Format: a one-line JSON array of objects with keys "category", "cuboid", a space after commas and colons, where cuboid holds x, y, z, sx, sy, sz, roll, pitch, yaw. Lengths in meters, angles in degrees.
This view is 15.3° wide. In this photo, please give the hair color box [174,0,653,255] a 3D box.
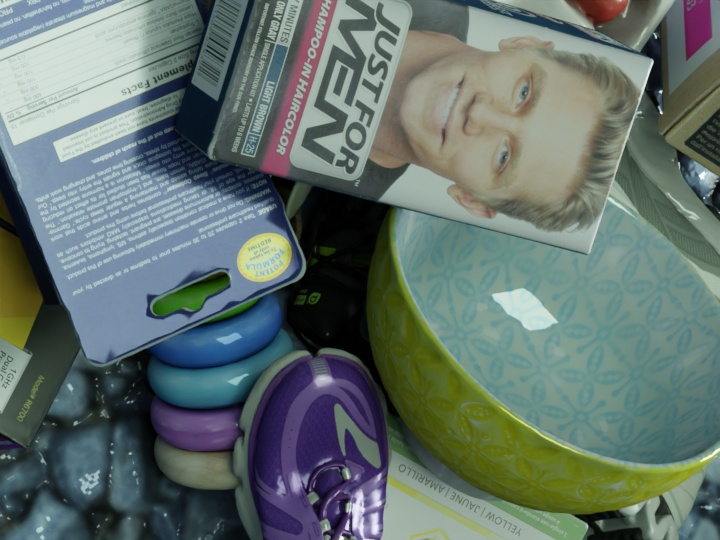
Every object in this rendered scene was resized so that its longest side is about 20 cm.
[{"category": "hair color box", "cuboid": [0.026, -0.082, 1.231, 0.199, 0.061, 0.100, 13, 101, -24]}]

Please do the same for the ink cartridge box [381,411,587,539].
[{"category": "ink cartridge box", "cuboid": [0.006, 0.182, 1.365, 0.145, 0.048, 0.201, 30, 87, -20]}]

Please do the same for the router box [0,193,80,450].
[{"category": "router box", "cuboid": [-0.187, -0.034, 1.315, 0.149, 0.051, 0.201, 32, 72, -19]}]

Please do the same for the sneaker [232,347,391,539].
[{"category": "sneaker", "cuboid": [-0.014, 0.138, 1.283, 0.080, 0.083, 0.201, -2, 99, -18]}]

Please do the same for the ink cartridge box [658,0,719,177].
[{"category": "ink cartridge box", "cuboid": [0.245, -0.113, 1.454, 0.164, 0.075, 0.200, 31, 37, -21]}]

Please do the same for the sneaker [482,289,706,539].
[{"category": "sneaker", "cuboid": [0.115, 0.069, 1.442, 0.200, 0.075, 0.081, 52, 60, -21]}]

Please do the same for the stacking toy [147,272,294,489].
[{"category": "stacking toy", "cuboid": [-0.076, 0.003, 1.314, 0.085, 0.085, 0.201, -20, 114, -25]}]

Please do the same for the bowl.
[{"category": "bowl", "cuboid": [0.078, 0.050, 1.314, 0.199, 0.108, 0.201, 20, 40, -18]}]

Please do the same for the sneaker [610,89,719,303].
[{"category": "sneaker", "cuboid": [0.158, -0.016, 1.470, 0.079, 0.074, 0.201, -35, 96, -12]}]

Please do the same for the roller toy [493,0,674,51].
[{"category": "roller toy", "cuboid": [0.057, -0.149, 1.355, 0.182, 0.200, 0.140, 36, 90, -1]}]

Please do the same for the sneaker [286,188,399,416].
[{"category": "sneaker", "cuboid": [0.000, 0.000, 1.389, 0.082, 0.071, 0.201, -12, 94, -31]}]

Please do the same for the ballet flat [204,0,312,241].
[{"category": "ballet flat", "cuboid": [-0.045, -0.091, 1.325, 0.068, 0.067, 0.201, -42, 146, -43]}]

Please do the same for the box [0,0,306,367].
[{"category": "box", "cuboid": [-0.114, -0.068, 1.232, 0.121, 0.032, 0.201, -24, 97, -21]}]
